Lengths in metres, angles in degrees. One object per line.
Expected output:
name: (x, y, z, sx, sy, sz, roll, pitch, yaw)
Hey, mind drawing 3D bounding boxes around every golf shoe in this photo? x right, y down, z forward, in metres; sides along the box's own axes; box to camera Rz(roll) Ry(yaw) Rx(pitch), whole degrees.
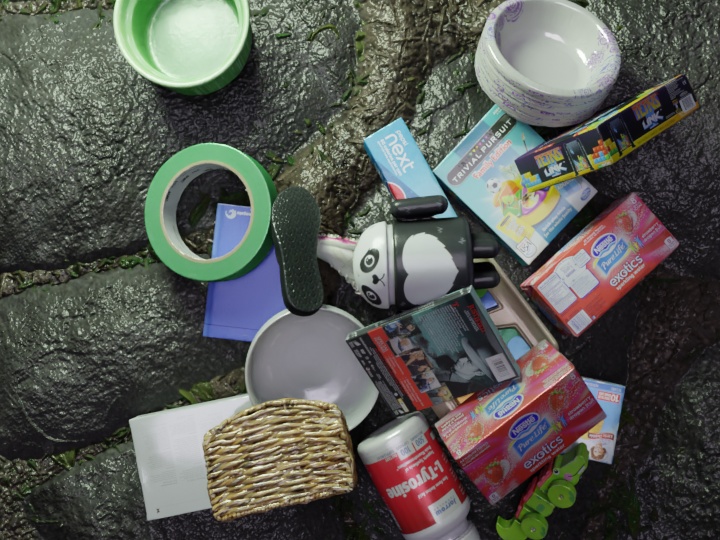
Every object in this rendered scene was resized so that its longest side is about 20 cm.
golf shoe: (0.000, 0.000, 1.172, 0.198, 0.075, 0.093, 15, 92, 3)

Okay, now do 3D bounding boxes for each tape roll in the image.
tape roll: (-0.219, -0.084, 1.167, 0.198, 0.048, 0.203, -1, 87, 11)

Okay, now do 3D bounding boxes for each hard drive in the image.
hard drive: (-0.163, 0.006, 1.198, 0.130, 0.025, 0.202, 6, 88, 2)

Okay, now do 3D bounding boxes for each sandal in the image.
sandal: (-0.096, -0.027, 1.120, 0.075, 0.048, 0.202, 8, 62, -25)

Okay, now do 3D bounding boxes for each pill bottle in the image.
pill bottle: (0.088, 0.316, 1.139, 0.112, 0.112, 0.201, -29, 88, 0)

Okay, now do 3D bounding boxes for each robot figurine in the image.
robot figurine: (0.088, -0.009, 1.077, 0.198, 0.125, 0.152, -2, 65, 3)

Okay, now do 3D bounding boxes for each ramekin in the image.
ramekin: (-0.256, -0.360, 1.176, 0.198, 0.098, 0.202, 0, 88, 2)

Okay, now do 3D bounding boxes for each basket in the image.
basket: (-0.110, 0.255, 1.097, 0.198, 0.149, 0.144, -13, 77, -1)

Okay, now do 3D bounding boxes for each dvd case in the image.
dvd case: (0.097, 0.115, 1.070, 0.199, 0.022, 0.147, -24, 109, 29)

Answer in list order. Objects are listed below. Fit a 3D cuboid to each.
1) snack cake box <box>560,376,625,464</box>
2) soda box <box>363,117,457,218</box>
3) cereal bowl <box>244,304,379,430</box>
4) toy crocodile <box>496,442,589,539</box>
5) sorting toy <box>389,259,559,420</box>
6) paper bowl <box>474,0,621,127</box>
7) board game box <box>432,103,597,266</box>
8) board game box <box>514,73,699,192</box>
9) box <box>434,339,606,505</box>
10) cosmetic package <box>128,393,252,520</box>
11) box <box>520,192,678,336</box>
snack cake box: (0.275, 0.205, 1.160, 0.198, 0.067, 0.116, 10, 88, 2)
soda box: (0.081, -0.120, 1.177, 0.067, 0.064, 0.201, -29, 87, 0)
cereal bowl: (-0.070, 0.141, 1.151, 0.198, 0.083, 0.202, -2, 102, -8)
toy crocodile: (0.264, 0.321, 1.131, 0.061, 0.068, 0.201, 32, 123, 8)
sorting toy: (0.153, 0.099, 1.127, 0.199, 0.036, 0.186, -37, 77, 5)
paper bowl: (0.262, -0.291, 1.135, 0.198, 0.105, 0.203, 5, 60, -8)
board game box: (0.228, -0.130, 1.182, 0.200, 0.047, 0.151, 44, 89, 2)
board game box: (0.336, -0.188, 1.085, 0.199, 0.165, 0.057, -31, 98, -29)
box: (0.214, 0.203, 1.067, 0.199, 0.096, 0.100, -38, 113, 2)
cosmetic package: (-0.231, 0.275, 1.178, 0.198, 0.052, 0.153, -11, 87, 1)
box: (0.343, -0.007, 1.143, 0.200, 0.095, 0.100, -42, 88, 0)
